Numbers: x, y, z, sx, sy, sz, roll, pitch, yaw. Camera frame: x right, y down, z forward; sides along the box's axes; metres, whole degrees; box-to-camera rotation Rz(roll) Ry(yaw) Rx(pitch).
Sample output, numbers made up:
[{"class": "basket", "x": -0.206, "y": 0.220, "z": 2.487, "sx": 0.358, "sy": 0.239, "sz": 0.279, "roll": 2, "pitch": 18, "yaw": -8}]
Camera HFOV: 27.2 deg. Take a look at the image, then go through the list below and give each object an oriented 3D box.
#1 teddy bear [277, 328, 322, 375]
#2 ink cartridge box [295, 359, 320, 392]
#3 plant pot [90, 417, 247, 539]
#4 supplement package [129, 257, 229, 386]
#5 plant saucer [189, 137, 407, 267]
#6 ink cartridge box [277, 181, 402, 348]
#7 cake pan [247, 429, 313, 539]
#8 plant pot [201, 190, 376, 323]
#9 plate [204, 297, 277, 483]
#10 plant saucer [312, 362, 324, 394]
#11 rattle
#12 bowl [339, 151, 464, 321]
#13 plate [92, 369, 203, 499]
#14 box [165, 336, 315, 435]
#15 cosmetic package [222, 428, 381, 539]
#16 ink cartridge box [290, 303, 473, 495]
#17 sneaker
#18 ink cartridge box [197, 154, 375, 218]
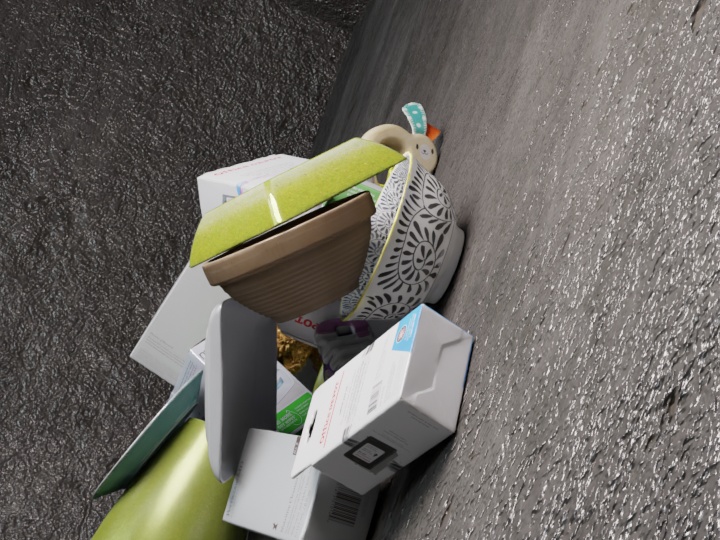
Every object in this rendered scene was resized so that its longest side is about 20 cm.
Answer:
[{"class": "teddy bear", "x": -0.082, "y": 0.085, "z": 1.997, "sx": 0.199, "sy": 0.066, "sz": 0.147, "roll": -31, "pitch": -58, "yaw": -32}, {"class": "ink cartridge box", "x": -0.103, "y": 0.109, "z": 2.162, "sx": 0.202, "sy": 0.144, "sz": 0.087, "roll": -68, "pitch": -14, "yaw": 9}, {"class": "plant pot", "x": -0.203, "y": 0.284, "z": 1.758, "sx": 0.202, "sy": 0.185, "sz": 0.187, "roll": -65, "pitch": 7, "yaw": -13}, {"class": "supplement package", "x": -0.205, "y": 0.052, "z": 2.032, "sx": 0.201, "sy": 0.119, "sz": 0.121, "roll": -55, "pitch": 5, "yaw": 20}, {"class": "plant saucer", "x": -0.079, "y": -0.082, "z": 1.634, "sx": 0.199, "sy": 0.048, "sz": 0.199, "roll": -30, "pitch": 4, "yaw": -38}, {"class": "ink cartridge box", "x": 0.000, "y": 0.000, "z": 1.799, "sx": 0.084, "sy": 0.143, "sz": 0.202, "roll": -113, "pitch": 45, "yaw": -80}, {"class": "cake pan", "x": -0.065, "y": 0.283, "z": 1.691, "sx": 0.200, "sy": 0.036, "sz": 0.202, "roll": -44, "pitch": 34, "yaw": 40}, {"class": "plant pot", "x": -0.064, "y": -0.005, "z": 1.606, "sx": 0.199, "sy": 0.094, "sz": 0.201, "roll": -24, "pitch": 4, "yaw": 2}, {"class": "plate", "x": -0.138, "y": 0.119, "z": 1.699, "sx": 0.200, "sy": 0.032, "sz": 0.203, "roll": -32, "pitch": -57, "yaw": -73}, {"class": "plant saucer", "x": -0.021, "y": 0.102, "z": 1.955, "sx": 0.200, "sy": 0.031, "sz": 0.202, "roll": 23, "pitch": -91, "yaw": -87}, {"class": "rattle", "x": 0.084, "y": -0.161, "z": 1.961, "sx": 0.200, "sy": 0.131, "sz": 0.143, "roll": -41, "pitch": 1, "yaw": -37}, {"class": "bowl", "x": 0.057, "y": -0.021, "z": 1.655, "sx": 0.201, "sy": 0.093, "sz": 0.203, "roll": -158, "pitch": 90, "yaw": -83}, {"class": "plate", "x": -0.248, "y": 0.203, "z": 1.794, "sx": 0.201, "sy": 0.026, "sz": 0.200, "roll": -50, "pitch": -2, "yaw": -2}, {"class": "box", "x": -0.160, "y": 0.204, "z": 1.920, "sx": 0.096, "sy": 0.176, "sz": 0.201, "roll": -31, "pitch": -26, "yaw": -44}, {"class": "cosmetic package", "x": -0.063, "y": 0.236, "z": 1.589, "sx": 0.199, "sy": 0.080, "sz": 0.114, "roll": -5, "pitch": 66, "yaw": 60}, {"class": "ink cartridge box", "x": 0.019, "y": 0.134, "z": 1.441, "sx": 0.200, "sy": 0.066, "sz": 0.117, "roll": -41, "pitch": 25, "yaw": 45}, {"class": "sneaker", "x": -0.001, "y": 0.138, "z": 1.695, "sx": 0.201, "sy": 0.079, "sz": 0.090, "roll": -113, "pitch": 18, "yaw": -57}, {"class": "ink cartridge box", "x": -0.095, "y": -0.087, "z": 1.925, "sx": 0.199, "sy": 0.146, "sz": 0.087, "roll": 13, "pitch": 115, "yaw": 50}]
